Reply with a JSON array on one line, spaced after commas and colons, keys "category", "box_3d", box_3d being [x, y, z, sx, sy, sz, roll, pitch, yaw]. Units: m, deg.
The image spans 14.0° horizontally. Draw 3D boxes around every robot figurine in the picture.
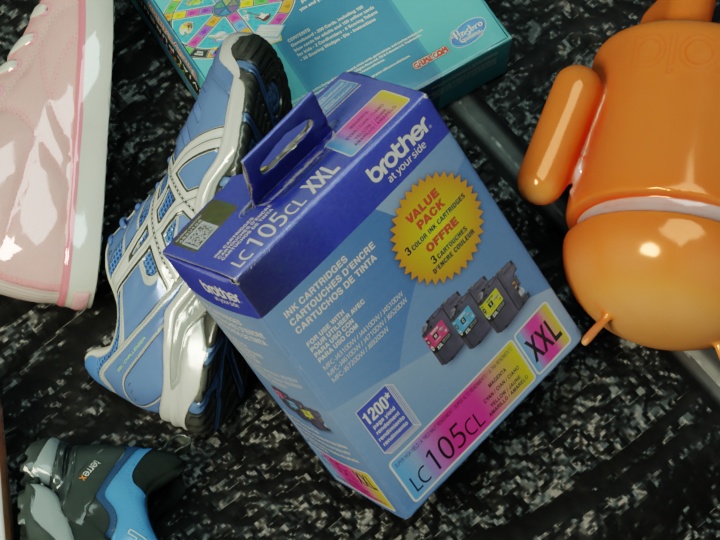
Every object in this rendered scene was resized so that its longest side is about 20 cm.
[{"category": "robot figurine", "box_3d": [0.162, -0.047, 1.479, 0.117, 0.144, 0.200, -5, 64, 36]}]

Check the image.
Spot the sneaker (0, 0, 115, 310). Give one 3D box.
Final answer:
[{"category": "sneaker", "box_3d": [-0.180, -0.081, 1.500, 0.105, 0.075, 0.200, 5, 73, -6]}]

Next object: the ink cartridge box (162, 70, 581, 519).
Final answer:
[{"category": "ink cartridge box", "box_3d": [0.000, 0.000, 1.416, 0.136, 0.076, 0.200, -46, 121, -16]}]

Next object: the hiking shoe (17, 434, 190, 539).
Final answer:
[{"category": "hiking shoe", "box_3d": [-0.119, 0.172, 1.408, 0.087, 0.074, 0.200, -3, 70, -3]}]

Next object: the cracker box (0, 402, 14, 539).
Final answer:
[{"category": "cracker box", "box_3d": [-0.269, 0.132, 1.428, 0.200, 0.058, 0.134, -6, 70, -5]}]

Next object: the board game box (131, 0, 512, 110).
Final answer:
[{"category": "board game box", "box_3d": [-0.038, -0.155, 1.549, 0.151, 0.047, 0.200, -30, 73, -12]}]

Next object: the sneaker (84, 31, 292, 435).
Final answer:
[{"category": "sneaker", "box_3d": [-0.086, -0.023, 1.459, 0.077, 0.076, 0.200, 14, 92, 21]}]
